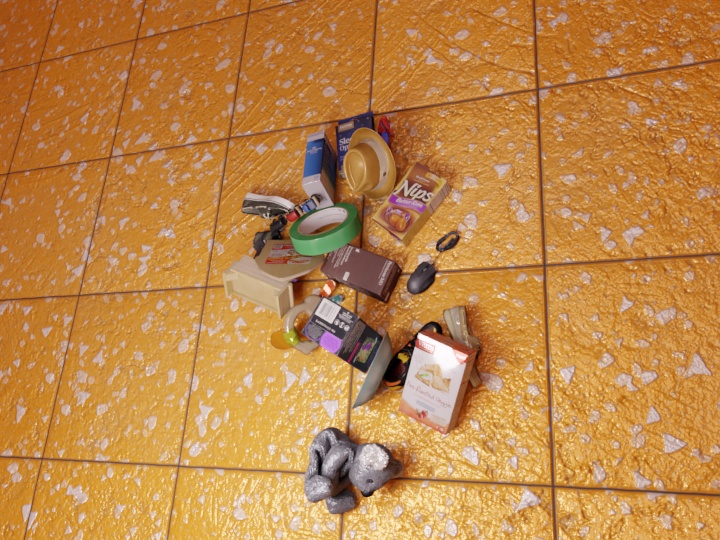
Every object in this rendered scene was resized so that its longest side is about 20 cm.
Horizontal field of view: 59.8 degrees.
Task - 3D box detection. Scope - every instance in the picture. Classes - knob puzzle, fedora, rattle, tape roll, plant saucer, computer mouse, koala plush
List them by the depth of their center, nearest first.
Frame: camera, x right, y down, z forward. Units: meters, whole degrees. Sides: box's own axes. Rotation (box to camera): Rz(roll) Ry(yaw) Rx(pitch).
[{"bbox_3d":[-0.007,0.448,1.442,0.195,0.178,0.188,-11,56,21],"label":"koala plush"},{"bbox_3d":[0.036,0.245,1.496,0.038,0.201,0.204,25,80,5],"label":"plant saucer"},{"bbox_3d":[0.187,-0.023,1.620,0.058,0.034,0.202,33,84,29],"label":"computer mouse"},{"bbox_3d":[-0.188,-0.021,1.673,0.214,0.031,0.221,-4,31,2],"label":"knob puzzle"},{"bbox_3d":[-0.144,0.125,1.692,0.128,0.143,0.203,28,67,-8],"label":"rattle"},{"bbox_3d":[-0.095,-0.115,1.699,0.196,0.049,0.202,-15,30,9],"label":"tape roll"},{"bbox_3d":[0.009,-0.279,1.700,0.081,0.204,0.200,-28,53,-35],"label":"fedora"}]

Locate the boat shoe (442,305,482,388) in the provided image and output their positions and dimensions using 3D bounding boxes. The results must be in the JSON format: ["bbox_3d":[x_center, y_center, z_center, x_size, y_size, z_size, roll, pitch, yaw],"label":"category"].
[{"bbox_3d":[0.255,0.176,1.493,0.065,0.074,0.204,-21,68,9],"label":"boat shoe"}]

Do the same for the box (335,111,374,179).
[{"bbox_3d":[-0.012,-0.377,1.839,0.118,0.032,0.205,-13,65,17],"label":"box"}]

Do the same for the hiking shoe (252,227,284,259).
[{"bbox_3d":[-0.252,-0.030,1.774,0.099,0.076,0.205,-16,64,19],"label":"hiking shoe"}]

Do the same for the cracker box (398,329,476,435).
[{"bbox_3d":[0.177,0.257,1.453,0.132,0.057,0.205,21,105,29],"label":"cracker box"}]

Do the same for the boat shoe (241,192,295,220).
[{"bbox_3d":[-0.269,-0.179,1.847,0.196,0.071,0.065,11,73,33],"label":"boat shoe"}]

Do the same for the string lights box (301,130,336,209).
[{"bbox_3d":[-0.113,-0.286,1.776,0.058,0.103,0.204,-12,50,17],"label":"string lights box"}]

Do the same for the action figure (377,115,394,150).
[{"bbox_3d":[0.071,-0.371,1.779,0.050,0.066,0.204,3,53,-7],"label":"action figure"}]

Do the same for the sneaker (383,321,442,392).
[{"bbox_3d":[0.128,0.206,1.521,0.070,0.090,0.201,37,88,28],"label":"sneaker"}]

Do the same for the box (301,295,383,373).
[{"bbox_3d":[-0.039,0.161,1.543,0.121,0.200,0.107,28,81,28],"label":"box"}]

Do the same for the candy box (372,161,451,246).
[{"bbox_3d":[0.137,-0.181,1.689,0.116,0.057,0.201,36,85,30],"label":"candy box"}]

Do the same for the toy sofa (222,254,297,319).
[{"bbox_3d":[-0.266,0.043,1.685,0.196,0.084,0.098,20,43,22],"label":"toy sofa"}]

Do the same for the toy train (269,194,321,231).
[{"bbox_3d":[-0.183,-0.158,1.740,0.198,0.034,0.046,-26,18,35],"label":"toy train"}]

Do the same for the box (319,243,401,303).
[{"bbox_3d":[0.000,0.000,1.664,0.197,0.075,0.102,21,78,25],"label":"box"}]
